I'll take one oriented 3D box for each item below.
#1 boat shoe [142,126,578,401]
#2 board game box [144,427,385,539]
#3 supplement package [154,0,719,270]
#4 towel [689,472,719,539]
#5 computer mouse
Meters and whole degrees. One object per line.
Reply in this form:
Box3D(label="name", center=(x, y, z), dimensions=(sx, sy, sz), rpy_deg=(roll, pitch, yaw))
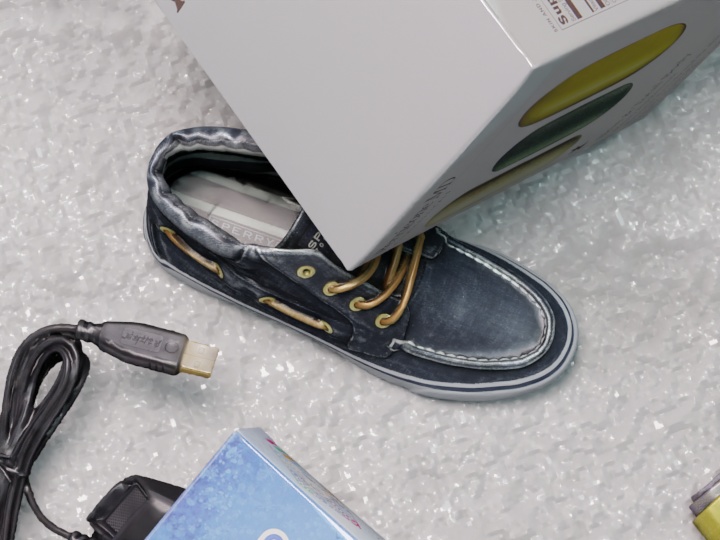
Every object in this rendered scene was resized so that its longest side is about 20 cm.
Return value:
Box3D(label="boat shoe", center=(0.000, 0.000, 0.915), dimensions=(0.200, 0.091, 0.071), rpy_deg=(18, 76, 2))
Box3D(label="board game box", center=(-0.030, 0.195, 0.764), dimensions=(0.199, 0.043, 0.200), rpy_deg=(40, 95, 11))
Box3D(label="supplement package", center=(0.053, -0.128, 0.879), dimensions=(0.200, 0.152, 0.151), rpy_deg=(-27, 77, -40))
Box3D(label="towel", center=(0.252, 0.129, 0.929), dimensions=(0.144, 0.023, 0.200), rpy_deg=(-38, 80, -11))
Box3D(label="computer mouse", center=(-0.069, 0.101, 0.904), dimensions=(0.200, 0.046, 0.141), rpy_deg=(18, 92, 9))
